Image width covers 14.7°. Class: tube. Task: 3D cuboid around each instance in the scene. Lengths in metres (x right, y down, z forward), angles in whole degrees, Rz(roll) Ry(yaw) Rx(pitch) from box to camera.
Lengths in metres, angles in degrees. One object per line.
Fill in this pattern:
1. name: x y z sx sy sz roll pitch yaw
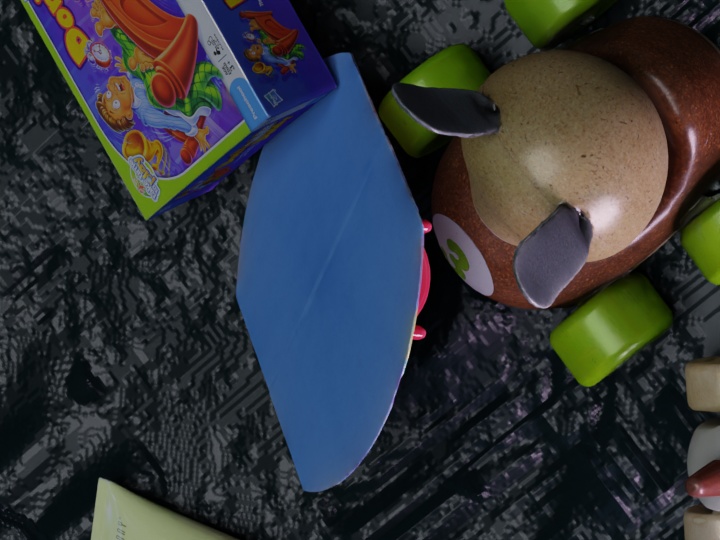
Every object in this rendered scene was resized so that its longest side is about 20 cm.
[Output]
1. tube: -0.053 0.168 1.384 0.199 0.052 0.058 17 65 25

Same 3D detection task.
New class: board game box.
1. board game box: -0.106 -0.140 1.321 0.201 0.045 0.134 60 144 4
2. board game box: 0.000 0.000 1.283 0.158 0.039 0.200 -65 32 35

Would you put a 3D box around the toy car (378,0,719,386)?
1. toy car: 0.077 -0.039 1.207 0.158 0.200 0.165 -40 83 23

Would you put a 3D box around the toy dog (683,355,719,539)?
1. toy dog: 0.220 0.082 1.224 0.199 0.096 0.132 -24 89 25
